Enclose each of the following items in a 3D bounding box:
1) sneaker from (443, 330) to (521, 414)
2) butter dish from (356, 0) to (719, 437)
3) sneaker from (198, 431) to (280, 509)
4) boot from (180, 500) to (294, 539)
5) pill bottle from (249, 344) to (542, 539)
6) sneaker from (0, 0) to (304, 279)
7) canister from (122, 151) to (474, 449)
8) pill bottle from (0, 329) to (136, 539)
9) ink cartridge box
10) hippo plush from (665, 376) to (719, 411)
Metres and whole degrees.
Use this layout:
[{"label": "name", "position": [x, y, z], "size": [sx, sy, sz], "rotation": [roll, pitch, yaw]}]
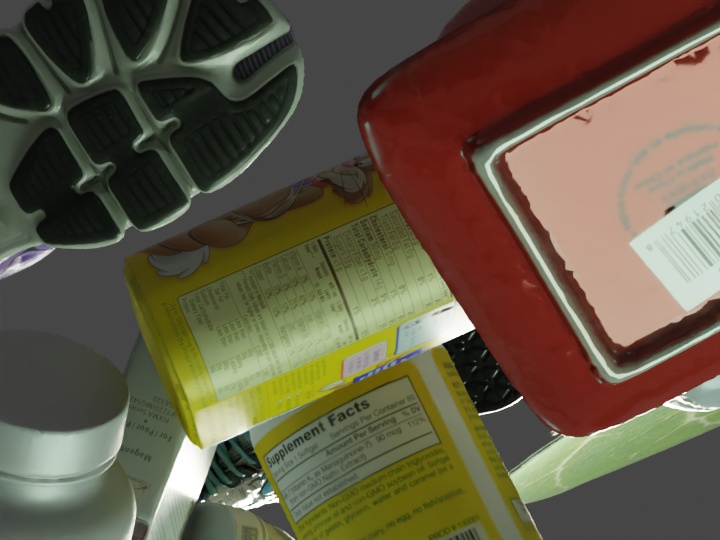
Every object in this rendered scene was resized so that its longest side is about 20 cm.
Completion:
[{"label": "sneaker", "position": [0.055, 0.055, 1.662], "size": [0.200, 0.072, 0.083], "rotation": [-35, -170, 37]}, {"label": "butter dish", "position": [0.111, -0.068, 1.058], "size": [0.199, 0.148, 0.200], "rotation": [-29, 124, 7]}, {"label": "sneaker", "position": [-0.063, 0.103, 1.541], "size": [0.086, 0.078, 0.200], "rotation": [-18, 165, -17]}, {"label": "boot", "position": [-0.095, 0.168, 1.534], "size": [0.095, 0.074, 0.200], "rotation": [31, 165, -35]}, {"label": "pill bottle", "position": [0.013, 0.102, 1.391], "size": [0.114, 0.201, 0.114], "rotation": [-25, 167, -6]}, {"label": "sneaker", "position": [-0.100, -0.045, 0.893], "size": [0.199, 0.081, 0.083], "rotation": [-25, -173, 29]}, {"label": "canister", "position": [0.000, 0.000, 1.214], "size": [0.199, 0.087, 0.149], "rotation": [-24, 168, -7]}, {"label": "pill bottle", "position": [-0.161, 0.132, 1.203], "size": [0.111, 0.111, 0.201], "rotation": [-14, 129, -45]}, {"label": "ink cartridge box", "position": [-0.118, 0.134, 1.371], "size": [0.200, 0.043, 0.174], "rotation": [98, 13, -76]}, {"label": "hippo plush", "position": [0.233, 0.015, 1.741], "size": [0.160, 0.160, 0.200], "rotation": [0, -161, -27]}]
